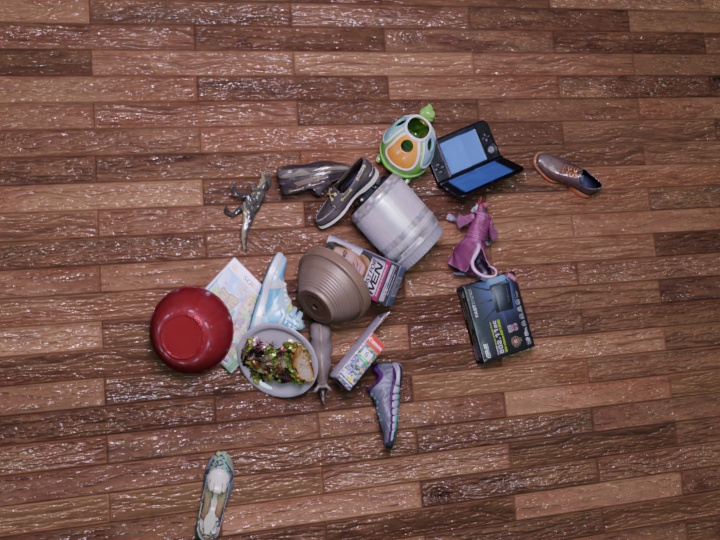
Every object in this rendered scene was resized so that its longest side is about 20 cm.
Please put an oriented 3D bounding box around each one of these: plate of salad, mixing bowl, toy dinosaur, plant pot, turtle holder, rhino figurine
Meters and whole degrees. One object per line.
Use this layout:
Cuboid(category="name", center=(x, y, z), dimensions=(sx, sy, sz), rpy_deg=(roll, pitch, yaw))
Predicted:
Cuboid(category="plate of salad", center=(-0.193, 0.214, 1.609), dimensions=(0.194, 0.048, 0.205), rpy_deg=(5, 119, 9))
Cuboid(category="mixing bowl", center=(-0.389, 0.143, 1.574), dimensions=(0.194, 0.108, 0.207), rpy_deg=(0, 94, -2))
Cuboid(category="toy dinosaur", center=(-0.278, -0.157, 1.685), dimensions=(0.086, 0.047, 0.205), rpy_deg=(21, 83, -16))
Cuboid(category="plant pot", center=(-0.080, 0.055, 1.615), dimensions=(0.201, 0.200, 0.093), rpy_deg=(45, 57, -4))
Cuboid(category="turtle holder", center=(0.135, -0.318, 1.734), dimensions=(0.183, 0.132, 0.143), rpy_deg=(-26, 72, -29))
Cuboid(category="rhino figurine", center=(-0.095, 0.213, 1.661), dimensions=(0.058, 0.087, 0.207), rpy_deg=(-2, 87, -10))

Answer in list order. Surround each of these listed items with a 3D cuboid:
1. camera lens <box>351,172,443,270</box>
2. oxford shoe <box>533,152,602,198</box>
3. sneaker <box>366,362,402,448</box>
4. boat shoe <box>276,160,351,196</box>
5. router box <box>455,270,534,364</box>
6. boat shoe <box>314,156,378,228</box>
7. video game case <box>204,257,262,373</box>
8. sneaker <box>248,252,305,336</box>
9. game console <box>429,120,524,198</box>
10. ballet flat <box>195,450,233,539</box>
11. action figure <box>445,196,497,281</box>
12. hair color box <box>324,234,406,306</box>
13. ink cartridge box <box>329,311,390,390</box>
Cuboid(category="camera lens", center=(0.086, -0.120, 1.700), dimensions=(0.160, 0.160, 0.200), rpy_deg=(-44, 94, -13))
Cuboid(category="oxford shoe", center=(0.553, -0.264, 1.862), dimensions=(0.196, 0.073, 0.073), rpy_deg=(24, 80, -8))
Cuboid(category="sneaker", center=(0.053, 0.324, 1.701), dimensions=(0.085, 0.075, 0.206), rpy_deg=(5, 75, 5))
Cuboid(category="boat shoe", center=(-0.111, -0.225, 1.723), dimensions=(0.194, 0.075, 0.076), rpy_deg=(-7, 111, -17))
Cuboid(category="router box", center=(0.342, 0.118, 1.780), dimensions=(0.146, 0.062, 0.206), rpy_deg=(-16, 87, -12))
Cuboid(category="boat shoe", center=(-0.045, -0.189, 1.699), dimensions=(0.201, 0.072, 0.060), rpy_deg=(-45, 128, 7))
Cuboid(category="video game case", center=(-0.303, 0.105, 1.661), dimensions=(0.182, 0.022, 0.201), rpy_deg=(44, 77, -5))
Cuboid(category="sneaker", center=(-0.177, 0.070, 1.645), dimensions=(0.127, 0.079, 0.205), rpy_deg=(18, 89, -8))
Cuboid(category="game console", center=(0.286, -0.287, 1.784), dimensions=(0.196, 0.119, 0.176), rpy_deg=(-23, 89, -14))
Cuboid(category="ballet flat", center=(-0.328, 0.516, 1.587), dimensions=(0.072, 0.074, 0.206), rpy_deg=(9, 82, -11))
Cuboid(category="action figure", center=(0.283, -0.085, 1.749), dimensions=(0.130, 0.149, 0.206), rpy_deg=(13, 88, -6))
Cuboid(category="hair color box", center=(0.000, 0.000, 1.668), dimensions=(0.196, 0.060, 0.101), rpy_deg=(24, 94, 19))
Cuboid(category="ink cartridge box", center=(0.011, 0.192, 1.675), dimensions=(0.050, 0.109, 0.201), rpy_deg=(42, 77, -5))
